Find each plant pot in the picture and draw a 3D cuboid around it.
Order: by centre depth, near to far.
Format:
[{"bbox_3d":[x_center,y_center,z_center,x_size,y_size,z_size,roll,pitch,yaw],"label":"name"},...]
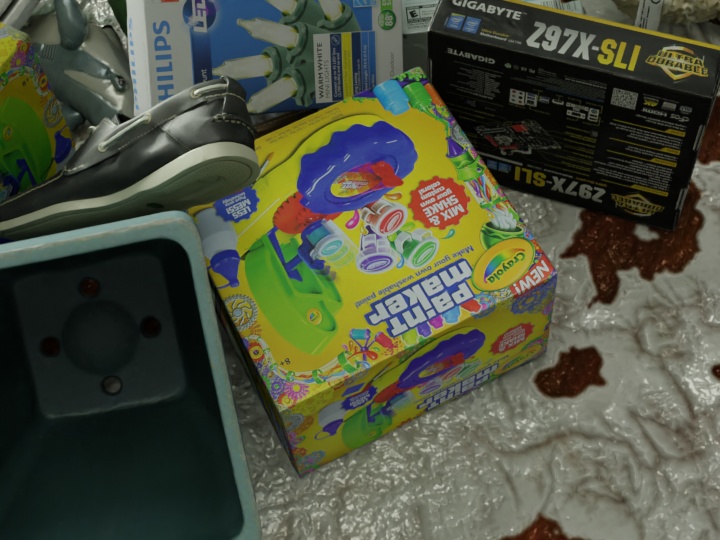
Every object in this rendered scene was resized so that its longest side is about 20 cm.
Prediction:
[{"bbox_3d":[-0.173,0.063,0.773,0.194,0.200,0.198,-11,102,-2],"label":"plant pot"}]

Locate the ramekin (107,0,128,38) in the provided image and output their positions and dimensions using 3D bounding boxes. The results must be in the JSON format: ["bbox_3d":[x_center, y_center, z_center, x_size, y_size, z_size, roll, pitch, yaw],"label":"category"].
[{"bbox_3d":[-0.125,-0.261,1.023,0.198,0.098,0.201,-2,60,3],"label":"ramekin"}]

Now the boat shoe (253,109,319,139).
[{"bbox_3d":[-0.109,-0.078,0.923,0.199,0.067,0.074,-30,34,-17],"label":"boat shoe"}]

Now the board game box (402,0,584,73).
[{"bbox_3d":[0.095,-0.262,1.031,0.146,0.064,0.201,-4,62,0],"label":"board game box"}]

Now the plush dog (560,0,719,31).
[{"bbox_3d":[0.245,-0.253,0.970,0.160,0.172,0.201,-27,92,28],"label":"plush dog"}]

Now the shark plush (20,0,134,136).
[{"bbox_3d":[-0.212,-0.129,0.996,0.083,0.091,0.201,-34,84,6],"label":"shark plush"}]

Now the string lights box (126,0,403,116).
[{"bbox_3d":[-0.069,-0.170,0.918,0.198,0.104,0.059,-9,16,-23],"label":"string lights box"}]

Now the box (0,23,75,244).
[{"bbox_3d":[-0.307,-0.050,0.853,0.121,0.193,0.201,23,65,16],"label":"box"}]

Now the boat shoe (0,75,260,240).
[{"bbox_3d":[-0.154,-0.064,0.802,0.199,0.072,0.068,-19,73,24],"label":"boat shoe"}]

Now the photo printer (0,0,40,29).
[{"bbox_3d":[-0.328,-0.254,1.006,0.199,0.069,0.167,29,84,35],"label":"photo printer"}]

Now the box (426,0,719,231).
[{"bbox_3d":[0.146,-0.113,0.887,0.198,0.160,0.050,16,63,13],"label":"box"}]

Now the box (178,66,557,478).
[{"bbox_3d":[0.000,0.000,0.854,0.199,0.122,0.193,-26,63,-10],"label":"box"}]
